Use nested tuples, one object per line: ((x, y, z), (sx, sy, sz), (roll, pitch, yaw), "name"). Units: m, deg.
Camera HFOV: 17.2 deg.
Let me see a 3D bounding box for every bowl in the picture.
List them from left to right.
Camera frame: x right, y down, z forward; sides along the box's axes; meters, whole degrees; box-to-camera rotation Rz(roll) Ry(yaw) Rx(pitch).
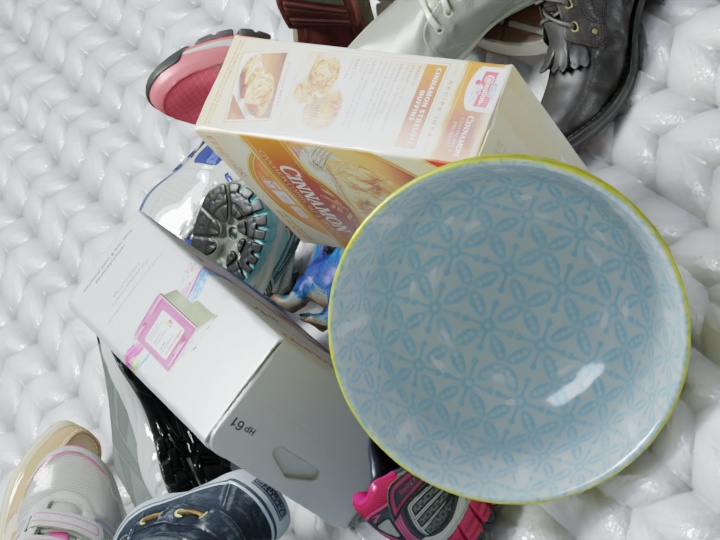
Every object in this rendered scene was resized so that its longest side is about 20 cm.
((0.088, 0.022, 1.354), (0.200, 0.200, 0.108), (-47, 3, 16), "bowl")

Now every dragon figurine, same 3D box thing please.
((0.000, 0.000, 1.599), (0.099, 0.059, 0.200), (-58, 28, -1), "dragon figurine")

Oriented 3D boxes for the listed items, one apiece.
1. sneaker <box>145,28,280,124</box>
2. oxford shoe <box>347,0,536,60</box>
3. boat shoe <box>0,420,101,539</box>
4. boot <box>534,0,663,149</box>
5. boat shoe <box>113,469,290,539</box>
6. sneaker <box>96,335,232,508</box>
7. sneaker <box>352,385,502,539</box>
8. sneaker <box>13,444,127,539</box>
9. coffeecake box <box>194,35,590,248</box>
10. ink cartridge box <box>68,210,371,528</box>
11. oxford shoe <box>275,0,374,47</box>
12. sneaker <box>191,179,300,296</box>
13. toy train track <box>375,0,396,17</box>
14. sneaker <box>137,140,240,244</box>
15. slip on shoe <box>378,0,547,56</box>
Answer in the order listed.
((-0.048, -0.108, 1.648), (0.074, 0.200, 0.087), (117, 152, -43), "sneaker")
((0.063, -0.184, 1.592), (0.200, 0.058, 0.075), (-33, 58, 10), "oxford shoe")
((-0.226, 0.204, 1.735), (0.069, 0.074, 0.200), (-1, 61, 42), "boat shoe")
((0.108, -0.191, 1.508), (0.069, 0.174, 0.200), (-1, 60, 55), "boot")
((-0.132, 0.189, 1.545), (0.091, 0.071, 0.200), (-36, 0, -39), "boat shoe")
((-0.150, 0.100, 1.658), (0.079, 0.074, 0.200), (-40, 59, 45), "sneaker")
((0.047, 0.075, 1.429), (0.081, 0.075, 0.200), (-44, 28, 46), "sneaker")
((-0.205, 0.207, 1.643), (0.088, 0.081, 0.200), (91, 180, -60), "sneaker")
((0.025, -0.068, 1.467), (0.200, 0.154, 0.073), (9, 68, 32), "coffeecake box")
((-0.076, 0.063, 1.528), (0.085, 0.145, 0.200), (-52, 42, 3), "ink cartridge box")
((-0.015, -0.184, 1.698), (0.200, 0.070, 0.075), (81, -166, -65), "oxford shoe")
((-0.086, 0.021, 1.707), (0.078, 0.086, 0.200), (45, 124, 25), "sneaker")
((0.033, -0.094, 1.618), (0.115, 0.033, 0.200), (-7, 60, 0), "toy train track")
((-0.091, -0.062, 1.767), (0.199, 0.081, 0.115), (-61, 25, -9), "sneaker")
((0.079, -0.193, 1.672), (0.200, 0.061, 0.076), (20, 85, 41), "slip on shoe")
